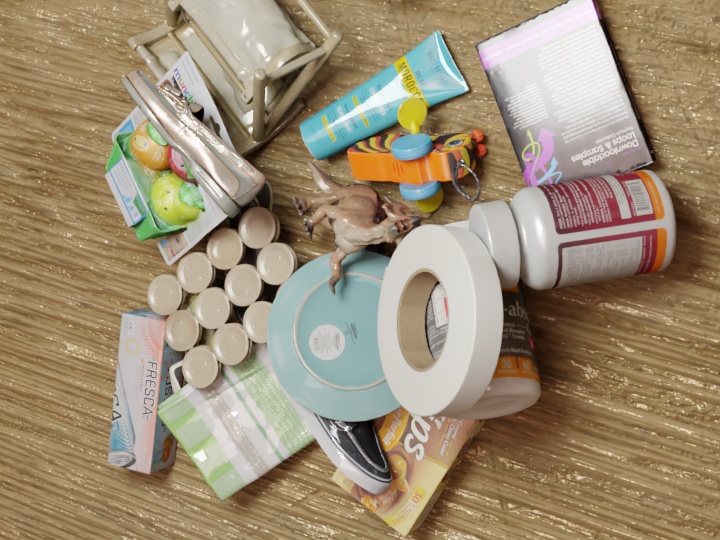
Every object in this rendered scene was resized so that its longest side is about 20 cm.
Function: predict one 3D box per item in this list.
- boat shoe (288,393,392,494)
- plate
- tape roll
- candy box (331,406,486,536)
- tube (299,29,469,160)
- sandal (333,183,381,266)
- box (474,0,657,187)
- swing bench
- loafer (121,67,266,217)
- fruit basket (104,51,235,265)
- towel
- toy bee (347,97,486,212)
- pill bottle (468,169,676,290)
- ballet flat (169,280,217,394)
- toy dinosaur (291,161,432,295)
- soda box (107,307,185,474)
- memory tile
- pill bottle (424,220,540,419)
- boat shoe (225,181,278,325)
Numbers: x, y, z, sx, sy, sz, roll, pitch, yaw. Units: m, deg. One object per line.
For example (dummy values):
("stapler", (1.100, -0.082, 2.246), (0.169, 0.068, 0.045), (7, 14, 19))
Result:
("boat shoe", (-0.018, 0.163, 1.506), (0.068, 0.072, 0.201), (-46, 63, 21))
("plate", (-0.009, 0.071, 1.487), (0.198, 0.026, 0.202), (0, 75, 0))
("tape roll", (0.079, 0.052, 1.368), (0.202, 0.037, 0.205), (-10, 79, 61))
("candy box", (0.065, 0.195, 1.532), (0.115, 0.055, 0.201), (35, 106, 17))
("tube", (0.024, -0.196, 1.525), (0.199, 0.050, 0.078), (-28, 91, 17))
("sandal", (0.001, -0.001, 1.553), (0.075, 0.048, 0.202), (1, 82, 20))
("box", (0.226, -0.185, 1.443), (0.142, 0.036, 0.202), (-21, 85, 24))
("swing bench", (-0.152, -0.268, 1.534), (0.199, 0.129, 0.200), (53, 148, 9))
("loafer", (-0.183, -0.151, 1.448), (0.063, 0.072, 0.200), (-39, 83, -2))
("fruit basket", (-0.219, -0.126, 1.535), (0.200, 0.093, 0.186), (-36, 77, 49))
("towel", (-0.131, 0.170, 1.588), (0.199, 0.031, 0.150), (-36, 91, 5))
("toy bee", (0.087, -0.122, 1.485), (0.199, 0.108, 0.132), (34, 138, 30))
("pill bottle", (0.220, -0.039, 1.373), (0.198, 0.110, 0.111), (-9, 92, -8))
("ballet flat", (-0.207, 0.103, 1.628), (0.070, 0.071, 0.202), (0, 96, 23))
("toy dinosaur", (0.003, -0.062, 1.489), (0.135, 0.201, 0.086), (-23, 129, -2))
("soda box", (-0.270, 0.152, 1.668), (0.068, 0.063, 0.202), (10, 98, 22))
("memory tile", (-0.156, 0.032, 1.562), (0.199, 0.017, 0.154), (-34, 75, 18))
("pill bottle", (0.127, 0.055, 1.439), (0.116, 0.116, 0.202), (-17, 68, 23))
("boat shoe", (-0.140, -0.016, 1.600), (0.066, 0.057, 0.202), (1, 95, 23))
